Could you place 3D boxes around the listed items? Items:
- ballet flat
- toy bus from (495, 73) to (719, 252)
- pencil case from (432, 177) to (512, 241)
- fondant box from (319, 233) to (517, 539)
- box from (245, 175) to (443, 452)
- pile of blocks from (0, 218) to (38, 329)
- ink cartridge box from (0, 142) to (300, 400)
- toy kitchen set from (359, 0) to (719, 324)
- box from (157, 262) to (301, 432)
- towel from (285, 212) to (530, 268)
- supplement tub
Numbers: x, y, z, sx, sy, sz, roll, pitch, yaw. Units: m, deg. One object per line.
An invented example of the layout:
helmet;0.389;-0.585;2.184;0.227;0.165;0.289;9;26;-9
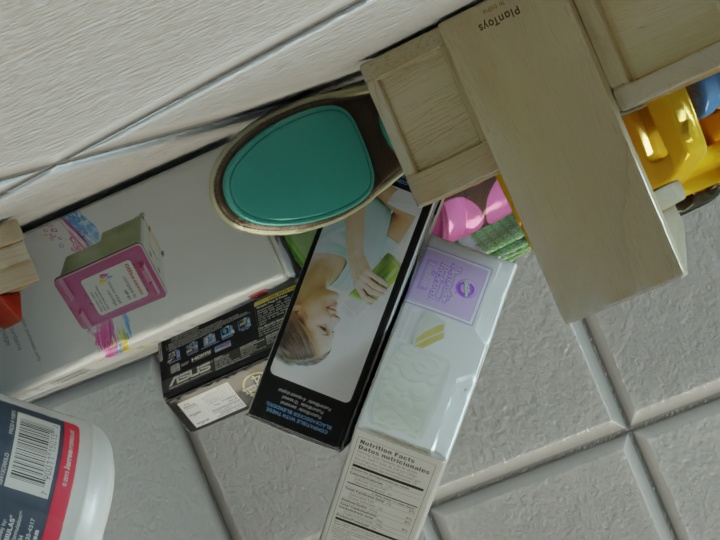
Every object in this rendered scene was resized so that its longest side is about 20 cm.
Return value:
ballet flat;-0.005;-0.070;1.378;0.199;0.070;0.069;-23;178;-27
toy bus;0.157;-0.094;1.461;0.199;0.137;0.192;-26;178;34
pencil case;0.117;-0.097;1.751;0.199;0.091;0.094;-25;-171;-12
fondant box;0.027;0.095;1.516;0.200;0.058;0.145;108;3;-54
box;0.000;0.000;1.495;0.060;0.201;0.117;21;180;3
pile of blocks;-0.234;0.029;1.289;0.082;0.063;0.200;-24;178;30
ink cartridge box;-0.140;0.006;1.471;0.199;0.085;0.145;-22;179;0
toy kitchen set;0.146;-0.079;1.338;0.199;0.164;0.180;-24;179;29
box;-0.052;0.010;1.844;0.199;0.162;0.049;-24;136;12
towel;0.047;-0.041;1.791;0.199;0.149;0.031;-26;137;-12
supplement tub;-0.239;0.120;1.331;0.199;0.141;0.140;19;166;-14
